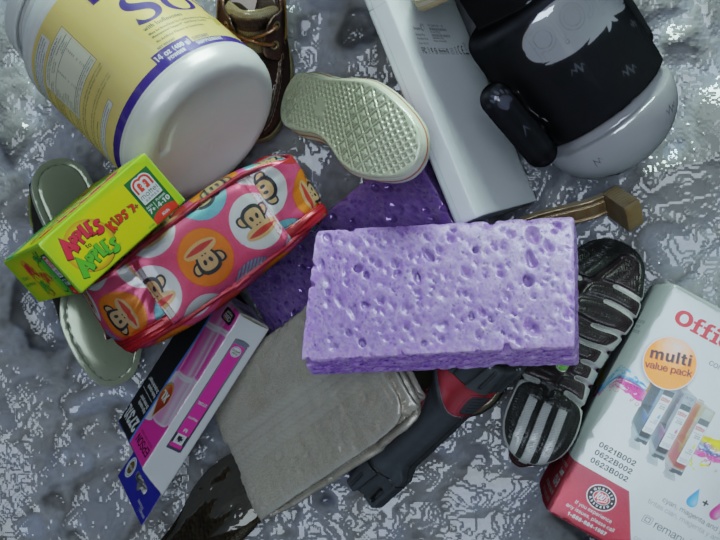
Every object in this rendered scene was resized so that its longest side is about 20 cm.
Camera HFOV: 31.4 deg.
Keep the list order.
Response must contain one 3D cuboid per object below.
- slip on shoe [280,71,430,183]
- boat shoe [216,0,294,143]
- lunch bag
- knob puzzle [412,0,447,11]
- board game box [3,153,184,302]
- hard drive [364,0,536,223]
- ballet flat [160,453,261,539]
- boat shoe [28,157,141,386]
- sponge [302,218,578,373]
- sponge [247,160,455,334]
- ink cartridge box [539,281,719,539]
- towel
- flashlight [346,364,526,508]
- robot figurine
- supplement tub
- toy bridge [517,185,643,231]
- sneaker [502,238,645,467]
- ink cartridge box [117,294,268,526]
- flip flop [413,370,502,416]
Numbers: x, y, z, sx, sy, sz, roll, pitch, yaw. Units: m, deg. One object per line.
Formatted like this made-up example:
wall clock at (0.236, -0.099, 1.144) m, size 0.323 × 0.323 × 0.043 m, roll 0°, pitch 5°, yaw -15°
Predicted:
slip on shoe at (0.004, -0.117, 1.032) m, size 0.061 × 0.200 × 0.074 m, roll 14°, pitch 100°, yaw -33°
boat shoe at (-0.095, -0.211, 1.093) m, size 0.072 × 0.072 × 0.201 m, roll 5°, pitch 91°, yaw 8°
lunch bag at (-0.135, -0.017, 1.047) m, size 0.200 × 0.176 × 0.082 m, roll -35°, pitch 100°, yaw -13°
knob puzzle at (0.112, -0.273, 0.993) m, size 0.219 × 0.220 × 0.030 m, roll -34°, pitch 112°, yaw 6°
board game box at (-0.212, -0.029, 0.992) m, size 0.102 × 0.200 × 0.048 m, roll -44°, pitch 103°, yaw -19°
hard drive at (0.075, -0.139, 1.043) m, size 0.027 × 0.132 × 0.200 m, roll -24°, pitch 86°, yaw 29°
ballet flat at (-0.133, 0.232, 1.115) m, size 0.067 × 0.046 × 0.200 m, roll 39°, pitch 89°, yaw 27°
boat shoe at (-0.240, 0.003, 1.119) m, size 0.072 × 0.061 × 0.202 m, roll -15°, pitch 89°, yaw -21°
sponge at (0.060, 0.019, 0.952) m, size 0.199 × 0.030 × 0.112 m, roll -3°, pitch 59°, yaw 12°
sponge at (0.000, 0.000, 1.059) m, size 0.200 × 0.030 × 0.112 m, roll -38°, pitch 71°, yaw 25°
ink cartridge box at (0.254, 0.126, 1.011) m, size 0.145 × 0.145 × 0.200 m, roll 29°, pitch 92°, yaw 6°
towel at (-0.041, 0.104, 1.045) m, size 0.200 × 0.034 × 0.133 m, roll -37°, pitch 69°, yaw 32°
flashlight at (0.053, 0.110, 1.035) m, size 0.068 × 0.068 × 0.200 m, roll 41°, pitch 130°, yaw -1°
robot figurine at (0.165, -0.168, 1.021) m, size 0.150 × 0.125 × 0.200 m, roll -37°, pitch 105°, yaw 10°
supplement tub at (-0.185, -0.169, 1.050) m, size 0.200 × 0.145 × 0.145 m, roll 43°, pitch 95°, yaw 24°
toy bridge at (0.135, -0.012, 1.063) m, size 0.200 × 0.067 × 0.027 m, roll -32°, pitch 129°, yaw -10°
sneaker at (0.163, 0.073, 1.050) m, size 0.076 × 0.116 × 0.200 m, roll 28°, pitch 72°, yaw 8°
ink cartridge box at (-0.155, 0.109, 1.089) m, size 0.037 × 0.095 × 0.200 m, roll 28°, pitch 95°, yaw -29°
flip flop at (0.040, 0.044, 1.082) m, size 0.081 × 0.058 × 0.200 m, roll -40°, pitch 85°, yaw 5°
